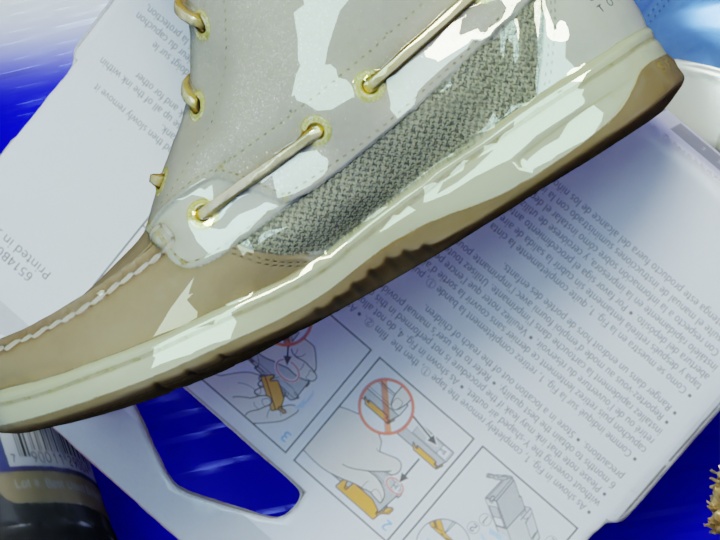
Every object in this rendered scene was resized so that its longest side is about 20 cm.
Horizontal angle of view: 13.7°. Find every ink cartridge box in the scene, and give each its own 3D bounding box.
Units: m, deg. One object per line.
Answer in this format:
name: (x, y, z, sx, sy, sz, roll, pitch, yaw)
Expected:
ink cartridge box: (0.000, 0.000, 0.832, 0.200, 0.045, 0.176, 41, 104, 6)

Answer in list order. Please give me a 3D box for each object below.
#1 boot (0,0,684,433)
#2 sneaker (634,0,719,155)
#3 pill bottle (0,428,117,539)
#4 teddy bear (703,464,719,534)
boot: (-0.038, -0.060, 0.775, 0.200, 0.072, 0.155, -30, 90, 9)
sneaker: (0.051, -0.100, 0.874, 0.200, 0.077, 0.111, 14, 86, 18)
pill bottle: (-0.152, 0.020, 0.896, 0.112, 0.112, 0.200, -26, 68, 11)
teddy bear: (0.147, 0.083, 0.805, 0.145, 0.067, 0.200, 34, 82, 15)
